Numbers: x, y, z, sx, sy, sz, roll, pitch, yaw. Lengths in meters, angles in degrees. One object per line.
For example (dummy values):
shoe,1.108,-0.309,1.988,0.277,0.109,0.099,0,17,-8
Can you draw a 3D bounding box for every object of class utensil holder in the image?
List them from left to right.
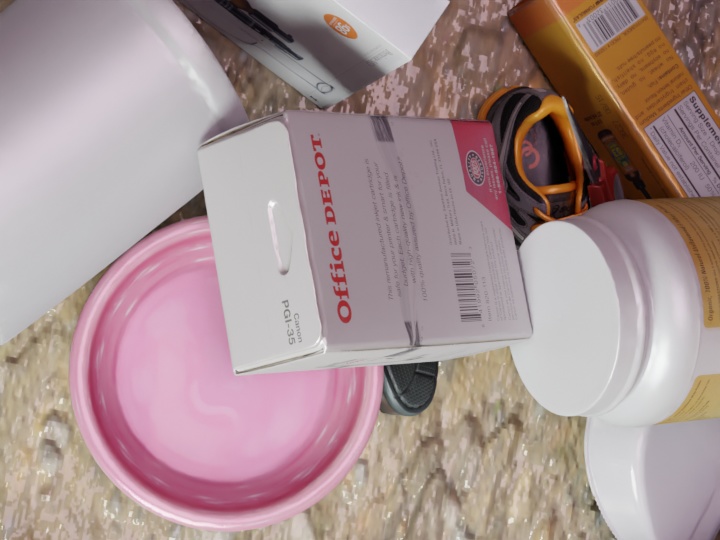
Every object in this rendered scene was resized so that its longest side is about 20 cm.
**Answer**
utensil holder,-0.192,-0.075,1.385,0.200,0.170,0.170,-41,97,-15

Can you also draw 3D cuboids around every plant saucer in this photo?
plant saucer,-0.086,0.065,1.449,0.199,0.051,0.202,0,88,-6

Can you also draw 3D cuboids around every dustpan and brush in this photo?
dustpan and brush,0.182,0.103,1.524,0.200,0.057,0.140,49,61,-35

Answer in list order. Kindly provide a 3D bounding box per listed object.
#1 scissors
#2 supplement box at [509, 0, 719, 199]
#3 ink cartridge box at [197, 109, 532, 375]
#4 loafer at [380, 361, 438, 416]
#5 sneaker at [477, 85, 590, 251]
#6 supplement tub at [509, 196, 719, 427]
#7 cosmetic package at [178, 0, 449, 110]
scissors,0.154,-0.071,1.492,0.014,0.200,0.073,0,51,19
supplement box,0.189,-0.117,1.558,0.069,0.067,0.201,-34,96,-21
ink cartridge box,0.004,-0.017,1.384,0.199,0.083,0.147,-1,79,-48
loafer,0.000,0.000,1.501,0.072,0.063,0.201,-15,93,-49
sneaker,0.123,-0.028,1.523,0.078,0.077,0.201,-12,90,-20
supplement tub,0.209,0.025,1.449,0.199,0.144,0.145,-3,85,-31
cosmetic package,-0.044,-0.177,1.422,0.150,0.200,0.052,34,77,-10
